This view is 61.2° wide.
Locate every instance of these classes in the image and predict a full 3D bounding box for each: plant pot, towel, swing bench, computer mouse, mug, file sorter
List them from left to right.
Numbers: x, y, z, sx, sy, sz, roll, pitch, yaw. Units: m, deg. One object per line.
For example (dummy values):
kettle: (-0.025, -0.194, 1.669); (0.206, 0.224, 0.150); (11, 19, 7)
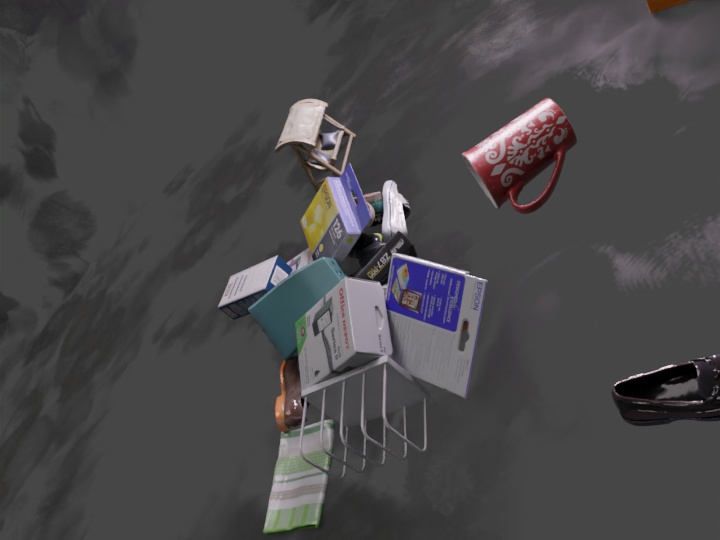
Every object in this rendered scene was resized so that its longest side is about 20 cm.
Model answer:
towel: (-0.118, 0.394, 1.169); (0.147, 0.031, 0.204); (-25, 40, 33)
plant pot: (-0.113, 0.072, 1.338); (0.199, 0.142, 0.141); (-42, -10, 10)
swing bench: (-0.133, -0.387, 1.828); (0.128, 0.200, 0.203); (-21, 41, 33)
computer mouse: (0.000, 0.000, 1.396); (0.199, 0.058, 0.035); (-39, 31, 32)
file sorter: (0.007, 0.265, 1.059); (0.197, 0.138, 0.127); (-27, 40, 29)
mug: (0.332, -0.220, 1.221); (0.198, 0.180, 0.133); (-36, -2, 10)

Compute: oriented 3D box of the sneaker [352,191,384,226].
sneaker: (0.012, -0.149, 1.535); (0.069, 0.082, 0.200); (-15, 8, -11)

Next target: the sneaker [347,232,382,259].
sneaker: (-0.018, -0.060, 1.454); (0.198, 0.079, 0.076); (4, 86, 55)

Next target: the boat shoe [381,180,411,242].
boat shoe: (0.090, -0.139, 1.452); (0.065, 0.074, 0.204); (-7, 49, 12)

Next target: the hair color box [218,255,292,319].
hair color box: (-0.262, 0.045, 1.510); (0.197, 0.060, 0.102); (-20, 42, 40)

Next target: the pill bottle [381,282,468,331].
pill bottle: (0.115, 0.076, 1.154); (0.197, 0.106, 0.108); (-2, 54, 47)

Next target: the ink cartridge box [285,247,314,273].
ink cartridge box: (-0.158, 0.048, 1.516); (0.197, 0.087, 0.147); (-30, 36, 24)

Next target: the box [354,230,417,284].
box: (0.034, 0.017, 1.274); (0.200, 0.049, 0.161); (-48, -10, 0)

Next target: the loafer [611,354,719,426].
loafer: (0.417, 0.148, 0.766); (0.197, 0.063, 0.073); (-24, 40, 32)

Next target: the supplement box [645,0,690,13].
supplement box: (0.676, -0.650, 1.272); (0.124, 0.073, 0.203); (-4, 53, 46)

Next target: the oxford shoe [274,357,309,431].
oxford shoe: (-0.134, 0.255, 1.310); (0.071, 0.072, 0.203); (-13, 38, 10)

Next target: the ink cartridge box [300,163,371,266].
ink cartridge box: (-0.063, -0.118, 1.427); (0.202, 0.046, 0.200); (-57, 38, 34)

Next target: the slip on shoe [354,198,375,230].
slip on shoe: (-0.019, -0.126, 1.468); (0.198, 0.060, 0.077); (10, 70, 54)

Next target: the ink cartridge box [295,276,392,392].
ink cartridge box: (-0.036, 0.124, 1.115); (0.200, 0.082, 0.149); (-42, 48, 45)

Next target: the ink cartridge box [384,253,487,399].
ink cartridge box: (0.124, 0.090, 1.044); (0.197, 0.043, 0.204); (17, 103, 39)
